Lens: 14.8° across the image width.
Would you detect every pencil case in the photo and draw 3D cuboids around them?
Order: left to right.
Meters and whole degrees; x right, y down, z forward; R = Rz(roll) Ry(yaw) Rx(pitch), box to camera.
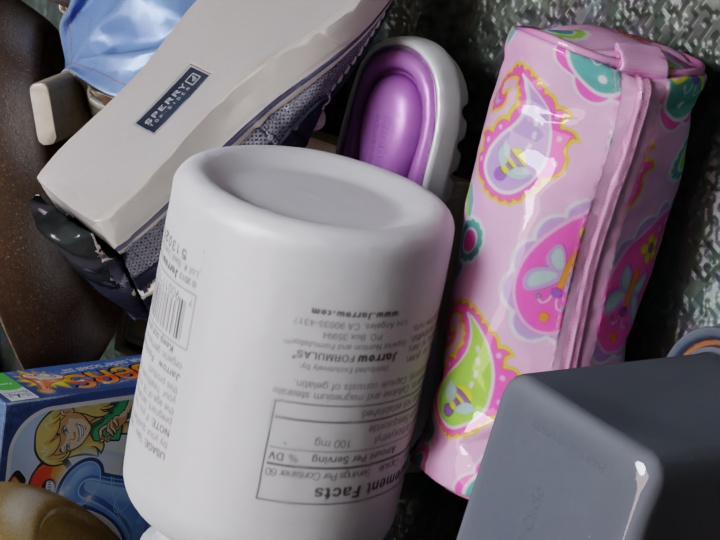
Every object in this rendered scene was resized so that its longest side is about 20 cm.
[{"bbox_3d":[0.078,0.002,1.102,0.087,0.087,0.201,23,104,44],"label":"pencil case"}]

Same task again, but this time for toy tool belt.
[{"bbox_3d":[-0.088,-0.142,1.236,0.125,0.123,0.201,4,81,39],"label":"toy tool belt"}]

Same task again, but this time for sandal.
[{"bbox_3d":[-0.005,-0.001,1.180,0.082,0.050,0.204,11,95,46],"label":"sandal"}]

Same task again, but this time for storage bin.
[{"bbox_3d":[0.108,0.129,1.033,0.145,0.134,0.201,31,111,43],"label":"storage bin"}]

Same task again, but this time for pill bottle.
[{"bbox_3d":[-0.035,0.060,1.113,0.114,0.114,0.201,30,115,43],"label":"pill bottle"}]

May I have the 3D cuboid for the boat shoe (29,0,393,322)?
[{"bbox_3d":[-0.047,-0.058,1.175,0.200,0.093,0.075,-42,46,-13],"label":"boat shoe"}]

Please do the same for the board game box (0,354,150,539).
[{"bbox_3d":[-0.121,0.139,1.253,0.034,0.135,0.201,27,116,47],"label":"board game box"}]

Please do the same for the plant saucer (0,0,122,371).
[{"bbox_3d":[-0.145,-0.041,1.281,0.036,0.200,0.201,-11,77,5],"label":"plant saucer"}]

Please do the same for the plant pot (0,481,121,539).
[{"bbox_3d":[-0.100,0.171,1.132,0.027,0.200,0.201,-29,65,12],"label":"plant pot"}]

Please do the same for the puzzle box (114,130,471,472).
[{"bbox_3d":[-0.035,0.001,1.267,0.200,0.025,0.134,20,103,45],"label":"puzzle box"}]
